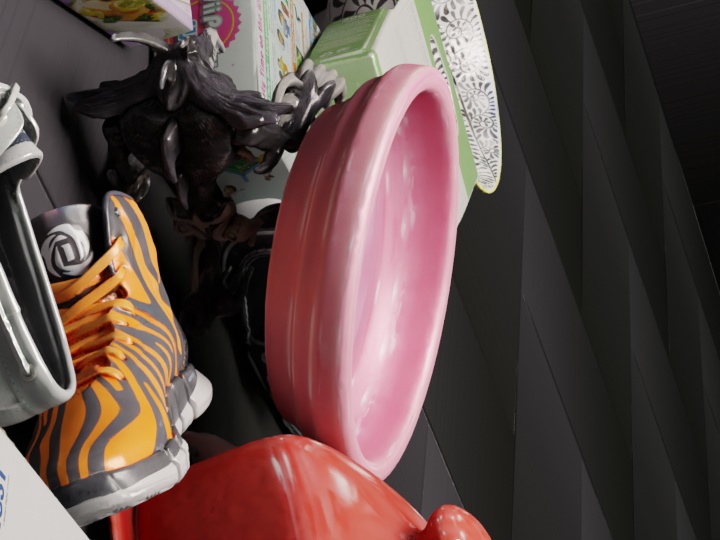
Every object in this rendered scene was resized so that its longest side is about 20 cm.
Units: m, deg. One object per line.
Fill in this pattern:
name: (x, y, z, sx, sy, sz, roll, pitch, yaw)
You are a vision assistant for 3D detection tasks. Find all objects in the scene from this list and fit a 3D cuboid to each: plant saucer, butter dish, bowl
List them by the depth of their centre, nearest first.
butter dish: (-0.004, 0.155, 1.037, 0.199, 0.147, 0.201, 40, 25, -36)
plant saucer: (0.000, 0.000, 1.125, 0.200, 0.050, 0.202, 9, 90, -75)
bowl: (0.024, -0.140, 1.584, 0.201, 0.093, 0.202, -13, 90, -75)

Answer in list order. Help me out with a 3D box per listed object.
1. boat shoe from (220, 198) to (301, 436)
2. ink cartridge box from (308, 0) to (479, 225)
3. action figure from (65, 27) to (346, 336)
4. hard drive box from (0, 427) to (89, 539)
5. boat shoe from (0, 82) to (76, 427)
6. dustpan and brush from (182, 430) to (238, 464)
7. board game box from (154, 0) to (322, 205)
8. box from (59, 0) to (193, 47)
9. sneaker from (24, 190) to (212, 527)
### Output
boat shoe: (-0.031, 0.042, 1.293, 0.201, 0.071, 0.068, 71, 13, -50)
ink cartridge box: (0.021, -0.083, 1.383, 0.200, 0.048, 0.147, -70, 145, -68)
action figure: (-0.070, -0.057, 1.143, 0.201, 0.118, 0.102, 76, 21, -43)
hard drive box: (-0.126, 0.167, 0.804, 0.201, 0.076, 0.157, 62, 21, -46)
boat shoe: (-0.152, -0.039, 0.892, 0.072, 0.068, 0.202, 12, 67, -74)
dustpan and brush: (-0.023, 0.130, 1.203, 0.199, 0.139, 0.058, 21, 76, -39)
board game box: (-0.050, -0.076, 1.318, 0.200, 0.064, 0.148, 60, 21, -52)
box: (-0.133, -0.153, 1.116, 0.200, 0.038, 0.042, 32, 46, -70)
sneaker: (-0.119, 0.034, 0.976, 0.200, 0.077, 0.113, -86, 156, -77)
